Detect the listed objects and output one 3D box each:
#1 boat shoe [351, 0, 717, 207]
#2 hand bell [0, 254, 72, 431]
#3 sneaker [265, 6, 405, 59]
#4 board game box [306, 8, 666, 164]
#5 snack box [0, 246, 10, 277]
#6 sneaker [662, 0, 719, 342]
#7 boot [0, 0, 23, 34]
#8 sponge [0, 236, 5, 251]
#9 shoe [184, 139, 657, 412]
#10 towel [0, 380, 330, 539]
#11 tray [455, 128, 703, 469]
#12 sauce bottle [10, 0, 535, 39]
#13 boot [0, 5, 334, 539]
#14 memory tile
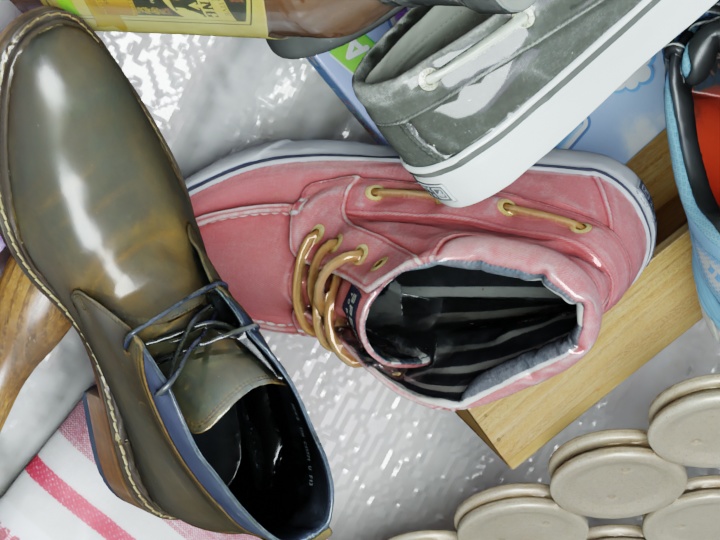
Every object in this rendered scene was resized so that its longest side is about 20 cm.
[{"bbox_3d":[0.081,-0.111,0.757,0.200,0.071,0.064,-46,121,-9],"label":"boat shoe"},{"bbox_3d":[-0.138,0.056,0.812,0.104,0.104,0.201,28,90,-18],"label":"hand bell"},{"bbox_3d":[0.019,-0.174,0.781,0.201,0.067,0.108,-42,118,-7],"label":"sneaker"},{"bbox_3d":[0.077,-0.119,0.867,0.200,0.037,0.151,-41,108,-1],"label":"board game box"},{"bbox_3d":[-0.187,0.028,0.839,0.200,0.024,0.072,-38,110,-4],"label":"snack box"},{"bbox_3d":[0.142,-0.073,0.783,0.078,0.201,0.090,-11,150,14],"label":"sneaker"},{"bbox_3d":[-0.159,-0.174,0.784,0.073,0.090,0.201,-39,137,-28],"label":"boot"},{"bbox_3d":[-0.205,-0.071,0.795,0.112,0.030,0.200,-45,100,-2],"label":"sponge"},{"bbox_3d":[0.000,0.000,0.799,0.199,0.091,0.072,-2,114,22],"label":"shoe"},{"bbox_3d":[-0.103,0.154,0.861,0.144,0.023,0.200,40,92,7],"label":"towel"},{"bbox_3d":[0.113,-0.012,0.865,0.200,0.099,0.037,-37,110,-4],"label":"tray"},{"bbox_3d":[-0.032,-0.108,0.732,0.065,0.199,0.065,-9,101,-53],"label":"sauce bottle"},{"bbox_3d":[-0.062,0.007,0.765,0.075,0.097,0.201,-34,123,-28],"label":"boot"},{"bbox_3d":[0.113,0.100,0.852,0.153,0.017,0.200,25,139,-34],"label":"memory tile"}]
